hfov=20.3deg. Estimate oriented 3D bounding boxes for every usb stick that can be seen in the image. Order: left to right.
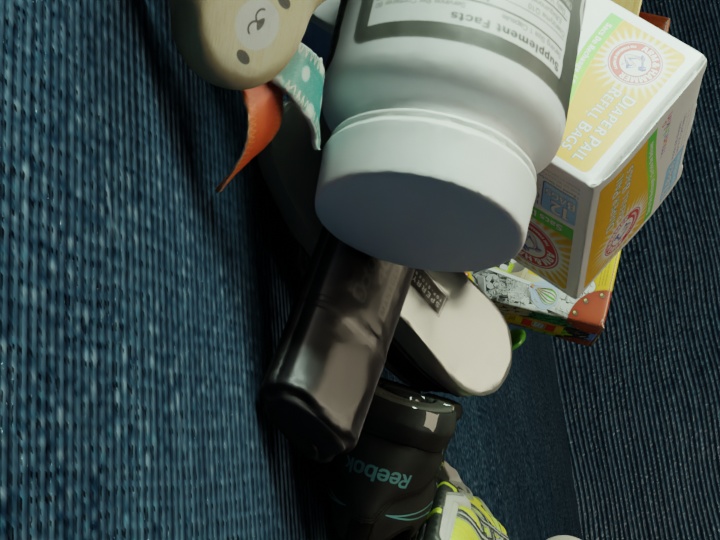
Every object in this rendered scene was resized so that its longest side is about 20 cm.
[{"bbox_3d":[0.000,0.000,0.945,0.055,0.033,0.200,43,45,-26],"label":"usb stick"}]

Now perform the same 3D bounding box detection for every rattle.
[{"bbox_3d":[-0.015,-0.118,0.786,0.130,0.143,0.201,-15,111,-49],"label":"rattle"}]

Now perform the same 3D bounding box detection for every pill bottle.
[{"bbox_3d":[0.045,-0.108,0.928,0.114,0.113,0.201,64,34,-61],"label":"pill bottle"}]

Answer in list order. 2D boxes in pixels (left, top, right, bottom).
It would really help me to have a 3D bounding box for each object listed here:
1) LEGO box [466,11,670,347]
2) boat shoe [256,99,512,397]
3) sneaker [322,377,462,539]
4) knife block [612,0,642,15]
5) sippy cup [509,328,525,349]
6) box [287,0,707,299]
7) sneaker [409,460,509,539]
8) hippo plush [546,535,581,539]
[{"bbox_3d":[0.097,-0.069,1.256,0.077,0.148,0.201,92,11,-79],"label":"LEGO box"},{"bbox_3d":[-0.001,-0.005,1.036,0.200,0.064,0.071,52,53,-27],"label":"boat shoe"},{"bbox_3d":[0.007,0.093,1.018,0.200,0.075,0.080,21,85,-85],"label":"sneaker"},{"bbox_3d":[0.124,-0.209,1.199,0.064,0.199,0.176,151,-47,-76],"label":"knife block"},{"bbox_3d":[0.071,-0.039,1.349,0.178,0.130,0.140,69,13,-50],"label":"sippy cup"},{"bbox_3d":[0.066,-0.095,1.049,0.101,0.200,0.113,-47,158,-23],"label":"box"},{"bbox_3d":[0.051,0.155,1.065,0.076,0.075,0.200,41,12,0],"label":"sneaker"},{"bbox_3d":[0.095,0.272,1.166,0.200,0.159,0.161,49,46,-9],"label":"hippo plush"}]
